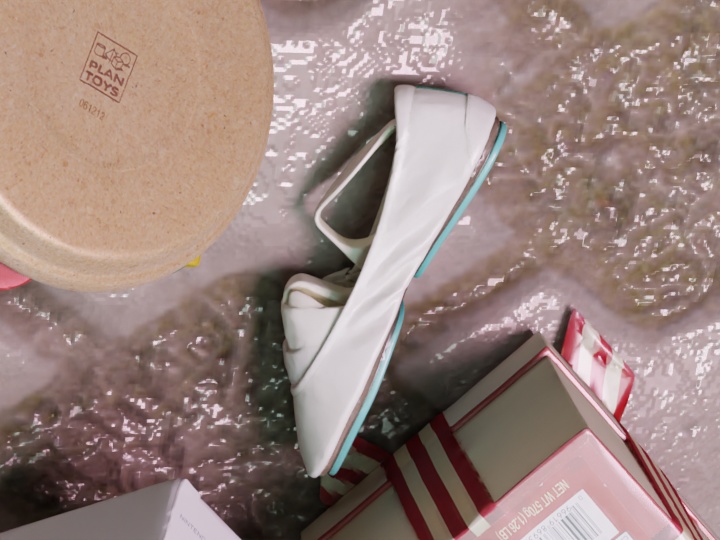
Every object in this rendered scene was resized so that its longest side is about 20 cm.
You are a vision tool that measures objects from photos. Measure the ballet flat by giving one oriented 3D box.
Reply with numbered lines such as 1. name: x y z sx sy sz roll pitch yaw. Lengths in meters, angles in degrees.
1. ballet flat: 0.000 0.000 1.413 0.069 0.069 0.200 19 105 -27

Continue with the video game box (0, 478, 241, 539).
1. video game box: -0.112 0.190 1.420 0.200 0.047 0.182 -19 126 31

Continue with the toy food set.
1. toy food set: -0.123 -0.085 1.287 0.200 0.049 0.199 12 79 -37

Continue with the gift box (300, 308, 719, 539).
1. gift box: 0.083 0.139 1.442 0.184 0.187 0.200 -36 103 3
